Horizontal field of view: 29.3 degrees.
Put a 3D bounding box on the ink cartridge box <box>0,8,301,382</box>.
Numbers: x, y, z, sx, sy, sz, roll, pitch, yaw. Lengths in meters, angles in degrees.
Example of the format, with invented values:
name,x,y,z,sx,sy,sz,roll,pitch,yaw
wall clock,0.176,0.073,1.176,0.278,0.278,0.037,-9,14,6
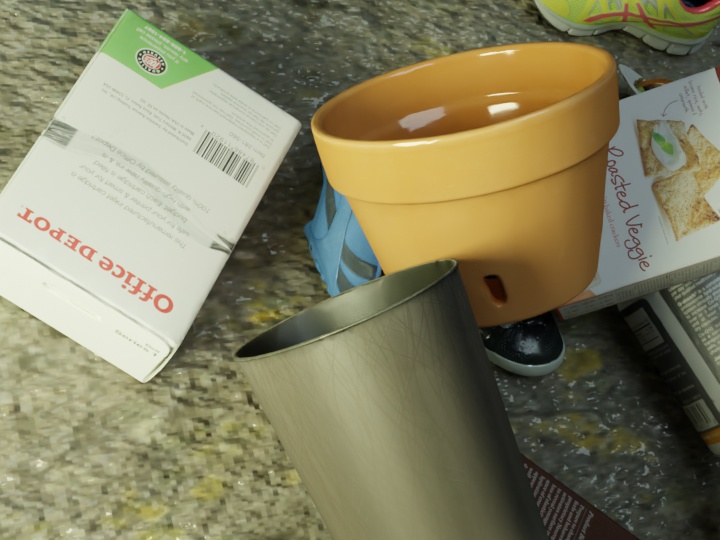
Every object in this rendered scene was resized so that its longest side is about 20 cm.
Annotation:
name,x,y,z,sx,sy,sz,roll,pitch,yaw
ink cartridge box,-0.150,-0.050,0.921,0.145,0.084,0.201,33,58,-9

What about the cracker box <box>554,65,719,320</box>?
name,x,y,z,sx,sy,sz,roll,pitch,yaw
cracker box,0.218,-0.060,1.008,0.198,0.058,0.135,-19,75,8

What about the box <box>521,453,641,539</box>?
name,x,y,z,sx,sy,sz,roll,pitch,yaw
box,0.087,0.180,0.946,0.199,0.075,0.101,36,57,-6

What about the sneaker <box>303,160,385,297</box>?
name,x,y,z,sx,sy,sz,roll,pitch,yaw
sneaker,0.000,0.000,0.990,0.066,0.078,0.202,23,59,-50

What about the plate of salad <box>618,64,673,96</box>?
name,x,y,z,sx,sy,sz,roll,pitch,yaw
plate of salad,0.288,-0.104,1.129,0.200,0.048,0.200,40,19,-17

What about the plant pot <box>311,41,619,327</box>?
name,x,y,z,sx,sy,sz,roll,pitch,yaw
plant pot,0.078,-0.054,0.907,0.199,0.199,0.141,-26,115,-32

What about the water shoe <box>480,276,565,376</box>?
name,x,y,z,sx,sy,sz,roll,pitch,yaw
water shoe,0.092,-0.011,1.026,0.071,0.079,0.201,-34,86,-33

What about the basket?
name,x,y,z,sx,sy,sz,roll,pitch,yaw
basket,0.029,0.113,0.818,0.135,0.180,0.202,-26,96,-26

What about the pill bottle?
name,x,y,z,sx,sy,sz,roll,pitch,yaw
pill bottle,0.270,0.033,1.073,0.116,0.116,0.201,-27,81,-33

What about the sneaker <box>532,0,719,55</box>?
name,x,y,z,sx,sy,sz,roll,pitch,yaw
sneaker,0.237,-0.251,1.197,0.198,0.090,0.079,6,67,-22
